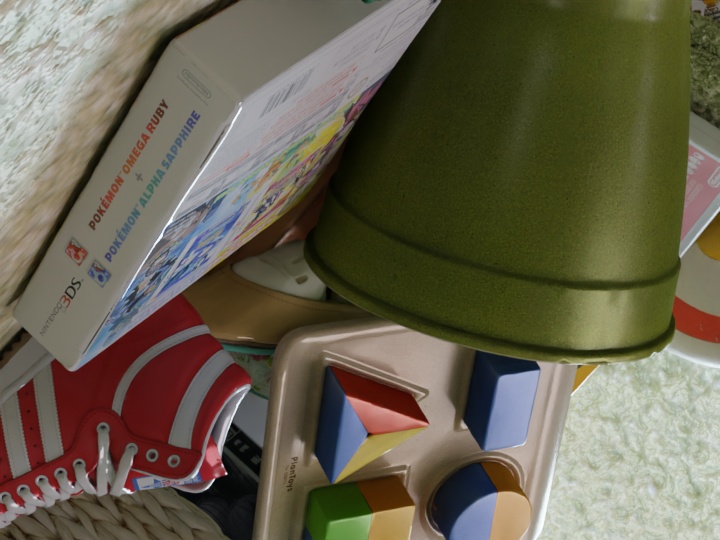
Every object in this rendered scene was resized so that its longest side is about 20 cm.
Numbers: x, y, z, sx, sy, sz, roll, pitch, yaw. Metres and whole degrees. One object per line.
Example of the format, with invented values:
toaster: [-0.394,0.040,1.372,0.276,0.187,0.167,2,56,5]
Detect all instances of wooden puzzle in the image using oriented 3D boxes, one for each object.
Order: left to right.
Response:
wooden puzzle: [0.037,0.102,1.233,0.199,0.046,0.186,-11,129,-25]

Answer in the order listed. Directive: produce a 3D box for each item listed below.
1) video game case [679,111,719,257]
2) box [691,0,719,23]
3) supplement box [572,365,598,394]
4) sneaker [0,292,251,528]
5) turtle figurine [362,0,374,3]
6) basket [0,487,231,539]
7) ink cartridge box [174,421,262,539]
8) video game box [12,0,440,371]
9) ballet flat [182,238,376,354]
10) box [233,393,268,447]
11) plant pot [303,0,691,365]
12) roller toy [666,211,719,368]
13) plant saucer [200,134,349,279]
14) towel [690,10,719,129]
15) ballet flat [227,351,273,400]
video game case: [0.119,-0.086,1.288,0.017,0.200,0.143,-56,176,-22]
box: [0.227,-0.202,1.303,0.199,0.137,0.038,-27,-176,15]
supplement box: [0.064,-0.001,1.388,0.109,0.109,0.200,-50,-149,24]
sneaker: [-0.139,0.096,1.064,0.200,0.112,0.071,-48,172,-4]
turtle figurine: [0.081,-0.187,0.936,0.200,0.101,0.150,-29,151,-21]
basket: [-0.157,0.209,1.226,0.161,0.200,0.198,-46,173,-31]
ink cartridge box: [-0.084,0.147,1.317,0.100,0.200,0.039,-52,175,23]
video game box: [-0.052,-0.063,1.013,0.200,0.047,0.182,-39,167,-50]
ballet flat: [-0.018,0.011,1.214,0.199,0.069,0.063,5,106,-38]
box: [-0.028,0.095,1.455,0.106,0.152,0.200,-50,-178,21]
plant pot: [0.087,-0.081,1.151,0.200,0.200,0.194,-32,138,-65]
roller toy: [0.241,-0.039,1.398,0.200,0.182,0.140,-53,171,26]
plant saucer: [-0.029,-0.041,1.303,0.200,0.037,0.200,-48,174,-7]
towel: [0.142,-0.117,1.268,0.037,0.200,0.148,-55,176,-23]
ballet flat: [0.000,0.000,1.294,0.200,0.064,0.076,-48,172,-5]
